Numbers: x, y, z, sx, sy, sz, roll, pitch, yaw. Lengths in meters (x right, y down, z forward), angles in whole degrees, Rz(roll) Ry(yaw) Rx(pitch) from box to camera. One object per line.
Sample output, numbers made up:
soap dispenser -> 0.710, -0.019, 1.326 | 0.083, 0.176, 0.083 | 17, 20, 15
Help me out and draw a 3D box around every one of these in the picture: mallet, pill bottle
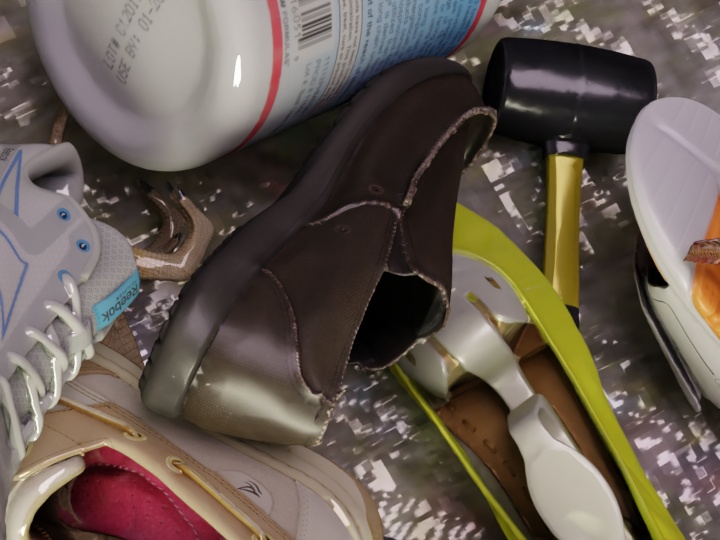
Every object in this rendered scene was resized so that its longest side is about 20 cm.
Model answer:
mallet -> 0.085, 0.008, 0.936 | 0.065, 0.041, 0.201 | 0, 74, -12
pill bottle -> -0.015, -0.115, 0.890 | 0.200, 0.109, 0.109 | -27, 79, -44

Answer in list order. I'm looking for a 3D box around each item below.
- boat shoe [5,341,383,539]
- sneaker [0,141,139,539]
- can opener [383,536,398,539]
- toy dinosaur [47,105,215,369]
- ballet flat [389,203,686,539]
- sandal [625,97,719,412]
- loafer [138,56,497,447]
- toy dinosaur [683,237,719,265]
boat shoe -> -0.093, 0.069, 0.805 | 0.199, 0.074, 0.069 | 17, 24, 18
sneaker -> -0.111, 0.017, 0.771 | 0.086, 0.075, 0.201 | -7, 42, -5
can opener -> 0.053, 0.146, 0.856 | 0.199, 0.067, 0.054 | 25, 66, -5
toy dinosaur -> -0.100, 0.010, 0.880 | 0.200, 0.058, 0.101 | 43, 81, 5
ballet flat -> 0.055, 0.047, 0.875 | 0.067, 0.067, 0.201 | -35, 73, 6
sandal -> 0.150, 0.031, 0.933 | 0.207, 0.059, 0.079 | 52, 47, -16
loafer -> 0.000, 0.000, 0.838 | 0.071, 0.073, 0.200 | 34, 46, 7
toy dinosaur -> 0.235, -0.001, 0.927 | 0.200, 0.105, 0.182 | 45, 29, -7
